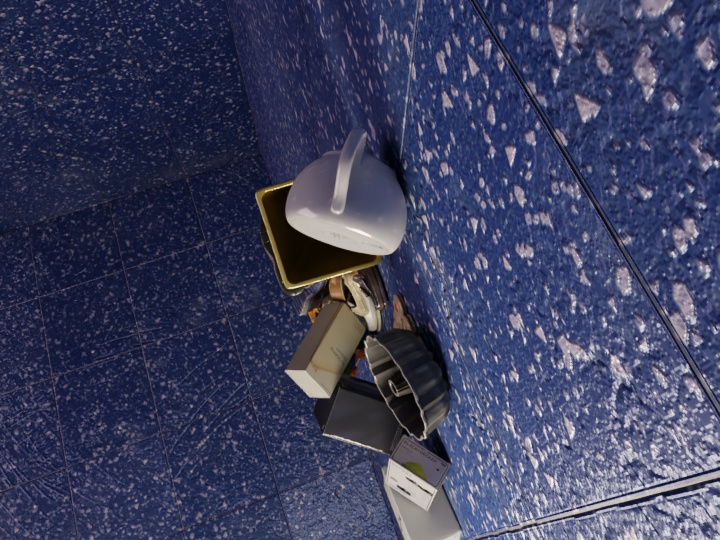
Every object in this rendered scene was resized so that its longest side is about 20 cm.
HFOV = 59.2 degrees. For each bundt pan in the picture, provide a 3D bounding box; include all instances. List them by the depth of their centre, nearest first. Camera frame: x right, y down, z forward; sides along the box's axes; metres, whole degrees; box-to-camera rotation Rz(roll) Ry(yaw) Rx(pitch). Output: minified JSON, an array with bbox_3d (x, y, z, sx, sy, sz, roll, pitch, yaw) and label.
[{"bbox_3d":[0.088,0.187,1.102,0.202,0.075,0.203,56,162,29],"label":"bundt pan"}]

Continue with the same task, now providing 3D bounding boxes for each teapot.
[{"bbox_3d":[-0.012,-0.118,0.946,0.199,0.196,0.147,8,78,51],"label":"teapot"}]

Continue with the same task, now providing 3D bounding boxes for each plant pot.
[{"bbox_3d":[-0.075,-0.101,1.258,0.200,0.194,0.196,-90,-16,-78],"label":"plant pot"}]

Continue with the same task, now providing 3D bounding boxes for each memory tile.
[{"bbox_3d":[0.095,0.149,1.243,0.201,0.017,0.154,85,164,-55],"label":"memory tile"}]

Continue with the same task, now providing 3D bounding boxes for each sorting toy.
[{"bbox_3d":[-0.015,0.235,1.721,0.036,0.186,0.200,25,155,11],"label":"sorting toy"}]

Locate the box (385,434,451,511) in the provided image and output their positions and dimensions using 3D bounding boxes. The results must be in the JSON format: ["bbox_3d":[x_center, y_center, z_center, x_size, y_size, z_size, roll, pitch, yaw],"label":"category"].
[{"bbox_3d":[0.117,0.429,1.336,0.116,0.060,0.201,30,152,16],"label":"box"}]

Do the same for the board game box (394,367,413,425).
[{"bbox_3d":[0.088,0.236,1.288,0.200,0.040,0.154,107,144,-76],"label":"board game box"}]

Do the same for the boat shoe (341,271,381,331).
[{"bbox_3d":[0.002,0.066,1.486,0.075,0.068,0.201,-120,15,-54],"label":"boat shoe"}]

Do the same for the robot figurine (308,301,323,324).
[{"bbox_3d":[-0.073,0.111,1.733,0.200,0.058,0.146,-33,-76,-55],"label":"robot figurine"}]

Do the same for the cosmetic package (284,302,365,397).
[{"bbox_3d":[-0.077,0.182,1.464,0.073,0.201,0.104,-9,131,42],"label":"cosmetic package"}]

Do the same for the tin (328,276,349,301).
[{"bbox_3d":[-0.041,0.020,1.545,0.200,0.041,0.113,25,-112,-78],"label":"tin"}]

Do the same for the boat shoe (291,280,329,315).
[{"bbox_3d":[-0.110,0.035,1.550,0.073,0.072,0.200,61,145,20],"label":"boat shoe"}]

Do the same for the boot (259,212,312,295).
[{"bbox_3d":[-0.157,-0.047,1.402,0.154,0.073,0.205,-7,-100,-83],"label":"boot"}]

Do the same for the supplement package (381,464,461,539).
[{"bbox_3d":[0.138,0.544,1.456,0.117,0.116,0.201,84,165,-50],"label":"supplement package"}]

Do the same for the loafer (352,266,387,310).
[{"bbox_3d":[0.000,0.000,1.379,0.072,0.062,0.201,95,155,-70],"label":"loafer"}]

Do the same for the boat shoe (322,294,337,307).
[{"bbox_3d":[-0.079,0.028,1.613,0.071,0.064,0.202,-38,-54,-76],"label":"boat shoe"}]

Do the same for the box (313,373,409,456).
[{"bbox_3d":[0.006,0.336,1.514,0.200,0.197,0.124,-163,91,-79],"label":"box"}]

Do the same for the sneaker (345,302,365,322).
[{"bbox_3d":[-0.034,0.045,1.674,0.081,0.076,0.201,104,146,-60],"label":"sneaker"}]
